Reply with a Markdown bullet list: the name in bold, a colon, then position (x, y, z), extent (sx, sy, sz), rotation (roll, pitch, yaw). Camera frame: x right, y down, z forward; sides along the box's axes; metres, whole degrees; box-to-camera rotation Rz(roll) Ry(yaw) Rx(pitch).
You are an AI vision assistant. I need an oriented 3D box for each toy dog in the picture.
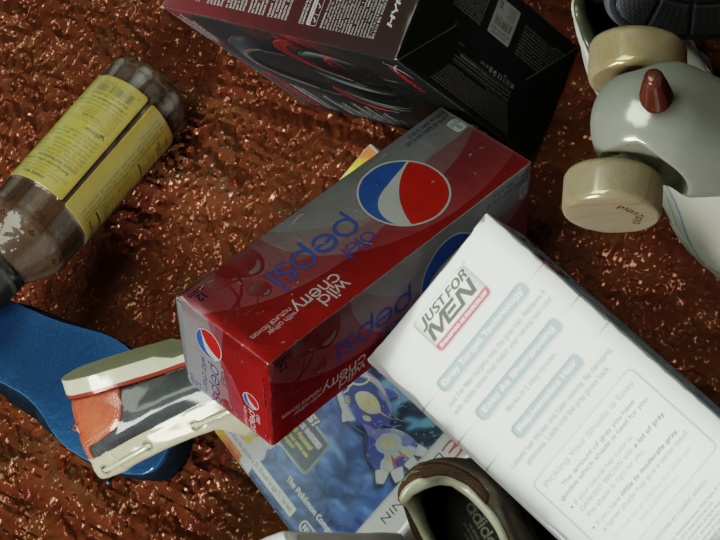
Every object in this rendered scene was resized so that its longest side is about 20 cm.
- **toy dog**: position (0.192, -0.069, 1.115), extent (0.198, 0.096, 0.133), rotation (-12, 77, -9)

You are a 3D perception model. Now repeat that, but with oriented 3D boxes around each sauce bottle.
- **sauce bottle**: position (-0.188, -0.043, 1.423), extent (0.064, 0.065, 0.200), rotation (20, 60, 39)

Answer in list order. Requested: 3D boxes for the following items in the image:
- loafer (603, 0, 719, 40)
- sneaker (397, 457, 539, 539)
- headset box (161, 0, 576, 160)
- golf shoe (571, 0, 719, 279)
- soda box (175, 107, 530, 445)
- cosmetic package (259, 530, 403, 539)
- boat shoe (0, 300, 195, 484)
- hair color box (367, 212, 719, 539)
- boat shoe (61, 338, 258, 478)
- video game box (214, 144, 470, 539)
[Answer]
- **loafer**: position (0.212, -0.169, 1.189), extent (0.198, 0.072, 0.063), rotation (-12, 46, -8)
- **sneaker**: position (0.079, 0.180, 1.152), extent (0.070, 0.075, 0.200), rotation (-45, 65, 18)
- **headset box**: position (-0.003, -0.139, 1.316), extent (0.199, 0.148, 0.075), rotation (17, 81, 38)
- **golf shoe**: position (0.166, -0.070, 1.200), extent (0.078, 0.097, 0.200), rotation (-42, 54, 12)
- **soda box**: position (0.000, 0.000, 1.207), extent (0.070, 0.064, 0.200), rotation (34, 55, 29)
- **cosmetic package**: position (-0.060, 0.258, 1.185), extent (0.198, 0.123, 0.201), rotation (-23, 73, 27)
- **boat shoe**: position (-0.158, 0.068, 1.398), extent (0.200, 0.069, 0.084), rotation (36, 89, 41)
- **hair color box**: position (0.111, 0.074, 1.166), extent (0.200, 0.061, 0.099), rotation (42, 98, 21)
- **boat shoe**: position (-0.067, 0.062, 1.276), extent (0.199, 0.071, 0.063), rotation (-15, 97, 15)
- **video game box**: position (0.009, 0.058, 1.294), extent (0.182, 0.047, 0.200), rotation (-48, 51, 7)
